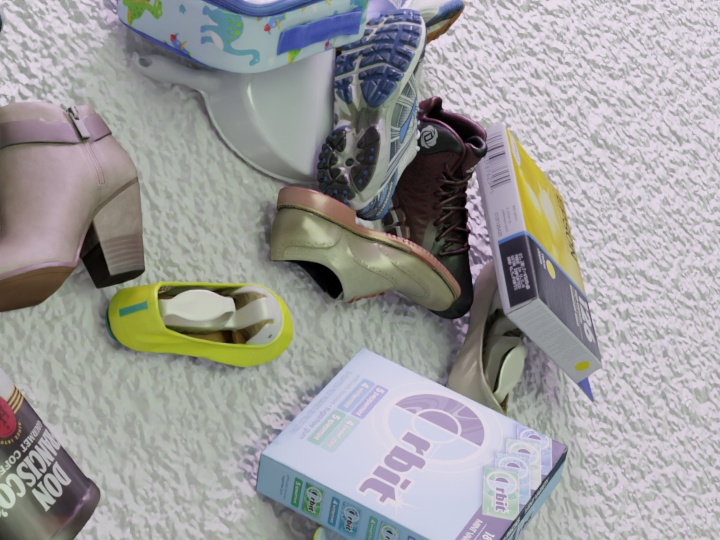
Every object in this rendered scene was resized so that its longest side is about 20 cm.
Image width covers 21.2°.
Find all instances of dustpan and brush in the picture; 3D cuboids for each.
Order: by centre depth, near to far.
[{"bbox_3d":[-0.107,-0.157,1.640,0.199,0.057,0.141,17,70,-49],"label":"dustpan and brush"}]

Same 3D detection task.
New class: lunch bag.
[{"bbox_3d":[-0.089,-0.233,1.605,0.160,0.083,0.199,29,32,26],"label":"lunch bag"}]

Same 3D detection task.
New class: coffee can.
[{"bbox_3d":[-0.284,0.111,1.235,0.201,0.146,0.147,54,42,-13],"label":"coffee can"}]

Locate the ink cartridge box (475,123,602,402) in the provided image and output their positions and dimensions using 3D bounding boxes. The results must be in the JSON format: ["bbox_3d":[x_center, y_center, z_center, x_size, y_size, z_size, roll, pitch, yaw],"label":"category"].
[{"bbox_3d":[0.175,-0.005,1.799,0.200,0.047,0.199,40,32,-48],"label":"ink cartridge box"}]

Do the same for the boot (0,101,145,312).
[{"bbox_3d":[-0.245,-0.053,1.428,0.199,0.070,0.147,-9,72,-50],"label":"boot"}]

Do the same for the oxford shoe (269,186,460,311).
[{"bbox_3d":[0.000,0.000,1.668,0.199,0.071,0.075,27,71,-27],"label":"oxford shoe"}]

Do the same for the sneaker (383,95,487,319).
[{"bbox_3d":[0.079,-0.063,1.736,0.075,0.115,0.202,-18,85,-49],"label":"sneaker"}]

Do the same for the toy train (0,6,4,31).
[{"bbox_3d":[-0.323,-0.127,1.333,0.086,0.113,0.200,53,42,-14],"label":"toy train"}]

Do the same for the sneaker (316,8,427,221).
[{"bbox_3d":[0.017,-0.135,1.703,0.085,0.076,0.202,47,56,-55],"label":"sneaker"}]

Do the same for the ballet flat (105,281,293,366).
[{"bbox_3d":[-0.110,0.038,1.521,0.199,0.067,0.068,5,67,-46],"label":"ballet flat"}]

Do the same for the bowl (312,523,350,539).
[{"bbox_3d":[0.040,0.286,1.513,0.199,0.199,0.109,4,110,-46],"label":"bowl"}]

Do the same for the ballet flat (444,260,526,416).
[{"bbox_3d":[0.130,0.063,1.769,0.069,0.069,0.201,42,45,-25],"label":"ballet flat"}]

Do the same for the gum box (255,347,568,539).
[{"bbox_3d":[0.043,0.160,1.552,0.198,0.045,0.170,24,38,18],"label":"gum box"}]

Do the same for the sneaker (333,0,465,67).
[{"bbox_3d":[0.012,-0.245,1.803,0.088,0.075,0.199,52,36,9],"label":"sneaker"}]
